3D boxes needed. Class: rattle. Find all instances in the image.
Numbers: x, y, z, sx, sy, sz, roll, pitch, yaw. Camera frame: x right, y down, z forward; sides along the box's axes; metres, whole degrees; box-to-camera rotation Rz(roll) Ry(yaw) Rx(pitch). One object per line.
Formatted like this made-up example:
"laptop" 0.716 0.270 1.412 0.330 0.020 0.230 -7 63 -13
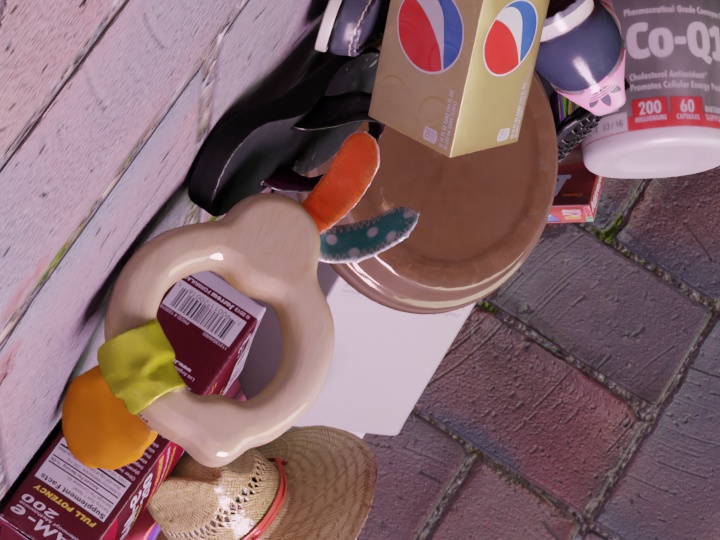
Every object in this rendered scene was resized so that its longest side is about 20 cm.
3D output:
"rattle" -0.065 0.024 1.339 0.200 0.130 0.143 -57 170 -28

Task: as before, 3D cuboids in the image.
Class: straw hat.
"straw hat" -0.093 0.143 1.529 0.201 0.085 0.201 -30 -152 18

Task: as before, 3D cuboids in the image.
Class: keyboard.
"keyboard" 0.127 -0.075 1.692 0.127 0.021 0.200 -42 178 -42

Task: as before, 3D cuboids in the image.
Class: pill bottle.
"pill bottle" 0.211 -0.176 1.763 0.114 0.114 0.201 96 -10 -79

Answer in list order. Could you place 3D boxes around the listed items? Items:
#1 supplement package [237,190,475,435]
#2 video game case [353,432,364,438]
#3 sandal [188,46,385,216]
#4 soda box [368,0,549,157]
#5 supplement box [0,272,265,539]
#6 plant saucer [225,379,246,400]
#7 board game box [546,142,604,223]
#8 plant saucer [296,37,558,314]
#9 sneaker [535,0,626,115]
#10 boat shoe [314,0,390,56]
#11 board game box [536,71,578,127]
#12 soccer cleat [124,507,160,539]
"supplement package" 0.000 0.000 1.632 0.200 0.117 0.117 -60 -141 31
"video game case" 0.005 -0.008 1.760 0.200 0.023 0.182 -61 -143 32
"sandal" -0.028 -0.071 1.380 0.200 0.048 0.075 -36 154 -53
"soda box" 0.065 -0.170 1.337 0.064 0.068 0.200 -16 126 -45
"supplement box" -0.139 0.100 1.443 0.200 0.061 0.109 -55 176 -24
"plant saucer" -0.115 0.125 1.852 0.201 0.051 0.201 -53 176 -5
"board game box" 0.088 -0.074 1.835 0.103 0.200 0.019 -72 152 -43
"plant saucer" 0.048 -0.072 1.517 0.029 0.200 0.200 1 -128 58
"sneaker" 0.136 -0.149 1.562 0.070 0.082 0.200 -28 -168 13
"boat shoe" 0.033 -0.174 1.419 0.075 0.062 0.200 -62 174 34
"board game box" 0.101 -0.157 1.767 0.200 0.105 0.103 -33 120 -79
"soccer cleat" -0.176 0.191 1.647 0.200 0.067 0.076 -60 180 -4
